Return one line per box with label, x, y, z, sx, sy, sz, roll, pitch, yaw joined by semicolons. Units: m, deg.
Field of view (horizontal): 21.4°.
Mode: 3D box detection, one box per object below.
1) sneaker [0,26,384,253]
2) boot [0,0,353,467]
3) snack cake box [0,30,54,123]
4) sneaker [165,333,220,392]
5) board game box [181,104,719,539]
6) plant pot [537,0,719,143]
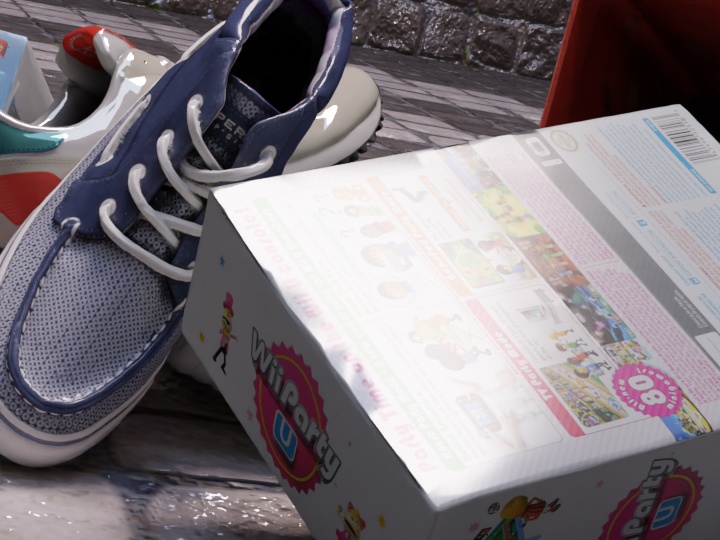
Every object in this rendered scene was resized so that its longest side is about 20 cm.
sneaker;-0.074;-0.065;0.784;0.199;0.094;0.070;-29;13;-34
boot;-0.070;-0.026;0.675;0.072;0.201;0.090;34;-38;-12
snack cake box;-0.267;-0.091;1.006;0.198;0.068;0.115;13;-18;6
sneaker;-0.036;0.028;0.797;0.088;0.076;0.200;30;5;-10
board game box;0.063;0.025;0.621;0.198;0.065;0.148;-10;45;-30
plant pot;0.222;-0.047;1.128;0.198;0.202;0.176;16;0;24
